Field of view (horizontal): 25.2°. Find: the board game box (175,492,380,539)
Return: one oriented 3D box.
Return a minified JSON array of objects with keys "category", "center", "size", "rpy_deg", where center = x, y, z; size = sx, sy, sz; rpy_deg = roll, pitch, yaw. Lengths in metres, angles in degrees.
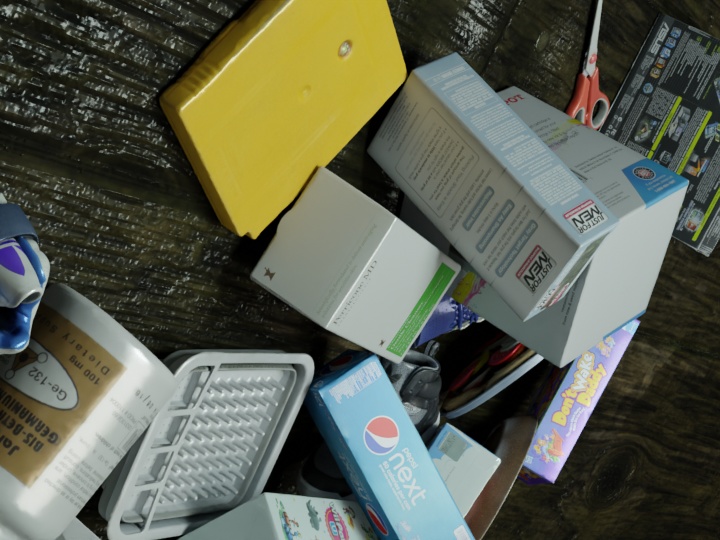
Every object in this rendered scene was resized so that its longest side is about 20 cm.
[{"category":"board game box","center":[-0.084,0.255,1.405],"size":[0.147,0.065,0.200],"rpy_deg":[-29,160,19]}]

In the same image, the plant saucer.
[{"category":"plant saucer","center":[0.130,0.238,1.750],"size":[0.201,0.032,0.200],"rpy_deg":[-61,-179,1]}]

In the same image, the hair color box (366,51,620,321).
[{"category":"hair color box","center":[0.105,-0.069,1.310],"size":[0.060,0.200,0.099],"rpy_deg":[-27,158,-42]}]

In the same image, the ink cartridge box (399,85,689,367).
[{"category":"ink cartridge box","center":[0.155,-0.045,1.430],"size":[0.146,0.199,0.147],"rpy_deg":[-25,139,-43]}]

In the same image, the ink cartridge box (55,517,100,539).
[{"category":"ink cartridge box","center":[-0.211,0.246,1.195],"size":[0.084,0.144,0.201],"rpy_deg":[-47,148,-16]}]

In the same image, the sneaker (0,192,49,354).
[{"category":"sneaker","center":[-0.222,-0.046,0.908],"size":[0.080,0.146,0.202],"rpy_deg":[-30,140,-40]}]

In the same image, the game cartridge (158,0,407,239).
[{"category":"game cartridge","center":[-0.052,-0.139,1.205],"size":[0.200,0.032,0.177],"rpy_deg":[-46,148,-17]}]

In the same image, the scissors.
[{"category":"scissors","center":[0.221,-0.195,1.581],"size":[0.073,0.014,0.201],"rpy_deg":[-42,148,-24]}]

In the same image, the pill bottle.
[{"category":"pill bottle","center":[-0.227,0.118,1.086],"size":[0.201,0.114,0.115],"rpy_deg":[-52,150,-12]}]

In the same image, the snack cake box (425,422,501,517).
[{"category":"snack cake box","center":[0.074,0.220,1.607],"size":[0.116,0.067,0.200],"rpy_deg":[-56,176,-7]}]

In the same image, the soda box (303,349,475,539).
[{"category":"soda box","center":[0.022,0.171,1.424],"size":[0.064,0.068,0.201],"rpy_deg":[-31,101,-18]}]

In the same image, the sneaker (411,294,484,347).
[{"category":"sneaker","center":[0.132,0.013,1.534],"size":[0.199,0.115,0.081],"rpy_deg":[-34,142,-36]}]

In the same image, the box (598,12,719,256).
[{"category":"box","center":[0.333,-0.140,1.653],"size":[0.044,0.160,0.201],"rpy_deg":[14,104,-60]}]

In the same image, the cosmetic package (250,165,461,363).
[{"category":"cosmetic package","center":[0.000,0.000,1.330],"size":[0.108,0.085,0.200],"rpy_deg":[-57,160,2]}]

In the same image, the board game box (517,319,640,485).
[{"category":"board game box","center":[0.229,0.139,1.789],"size":[0.201,0.045,0.134],"rpy_deg":[-60,-179,-10]}]

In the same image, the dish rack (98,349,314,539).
[{"category":"dish rack","center":[-0.131,0.135,1.320],"size":[0.199,0.043,0.173],"rpy_deg":[5,112,-58]}]

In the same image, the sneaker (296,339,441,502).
[{"category":"sneaker","center":[0.011,0.134,1.509],"size":[0.200,0.075,0.115],"rpy_deg":[-34,142,-46]}]

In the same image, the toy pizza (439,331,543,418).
[{"category":"toy pizza","center":[0.153,0.078,1.629],"size":[0.200,0.032,0.200],"rpy_deg":[-38,-179,1]}]
